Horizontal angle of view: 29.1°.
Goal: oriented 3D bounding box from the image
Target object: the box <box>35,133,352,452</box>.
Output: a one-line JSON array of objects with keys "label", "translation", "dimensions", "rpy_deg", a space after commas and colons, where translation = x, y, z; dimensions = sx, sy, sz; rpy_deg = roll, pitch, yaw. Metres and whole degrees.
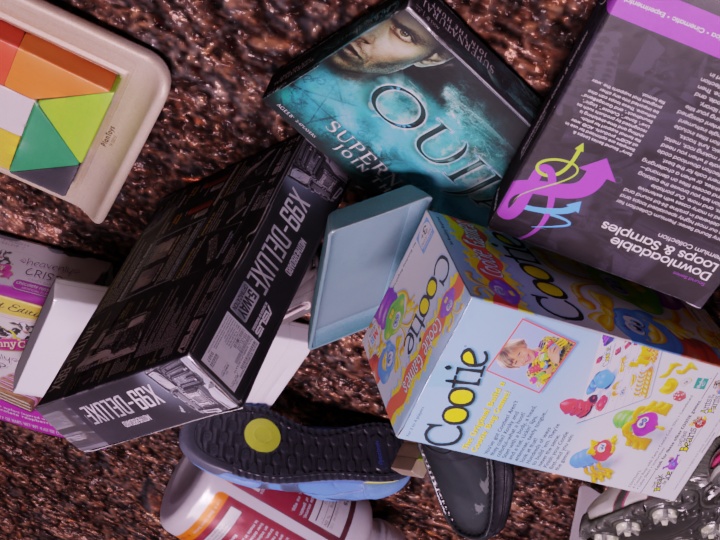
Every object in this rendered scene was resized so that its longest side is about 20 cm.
[{"label": "box", "translation": [-0.106, 0.014, 0.896], "dimensions": [0.157, 0.201, 0.050], "rpy_deg": [-21, 124, 40]}]

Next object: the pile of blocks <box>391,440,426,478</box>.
[{"label": "pile of blocks", "translation": [0.101, 0.118, 1.032], "dimensions": [0.062, 0.082, 0.200], "rpy_deg": [31, 141, -14]}]

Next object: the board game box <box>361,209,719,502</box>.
[{"label": "board game box", "translation": [0.118, 0.054, 0.857], "dimensions": [0.199, 0.103, 0.105], "rpy_deg": [16, 116, -23]}]

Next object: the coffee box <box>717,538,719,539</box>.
[{"label": "coffee box", "translation": [0.351, 0.197, 0.965], "dimensions": [0.198, 0.080, 0.115], "rpy_deg": [-8, 139, 1]}]

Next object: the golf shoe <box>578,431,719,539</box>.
[{"label": "golf shoe", "translation": [0.223, 0.127, 0.924], "dimensions": [0.077, 0.089, 0.200], "rpy_deg": [20, 140, -30]}]

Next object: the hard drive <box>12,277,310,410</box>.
[{"label": "hard drive", "translation": [-0.153, 0.068, 1.068], "dimensions": [0.199, 0.027, 0.132], "rpy_deg": [11, 140, -22]}]

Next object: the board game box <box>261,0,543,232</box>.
[{"label": "board game box", "translation": [0.055, -0.076, 0.853], "dimensions": [0.200, 0.028, 0.135], "rpy_deg": [39, 139, -24]}]

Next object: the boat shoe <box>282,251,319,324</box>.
[{"label": "boat shoe", "translation": [-0.111, 0.046, 0.984], "dimensions": [0.199, 0.067, 0.057], "rpy_deg": [-31, 125, 2]}]

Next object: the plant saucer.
[{"label": "plant saucer", "translation": [0.000, 0.000, 0.925], "dimensions": [0.070, 0.019, 0.200], "rpy_deg": [-21, 161, -14]}]

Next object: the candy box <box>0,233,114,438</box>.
[{"label": "candy box", "translation": [-0.269, 0.059, 1.143], "dimensions": [0.135, 0.061, 0.201], "rpy_deg": [14, 142, 7]}]

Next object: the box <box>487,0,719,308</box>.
[{"label": "box", "translation": [0.172, -0.074, 0.771], "dimensions": [0.142, 0.036, 0.201], "rpy_deg": [21, 133, -6]}]

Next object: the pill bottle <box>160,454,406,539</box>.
[{"label": "pill bottle", "translation": [-0.064, 0.218, 1.206], "dimensions": [0.199, 0.113, 0.113], "rpy_deg": [33, 141, -16]}]

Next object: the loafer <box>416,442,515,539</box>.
[{"label": "loafer", "translation": [0.057, 0.096, 0.948], "dimensions": [0.068, 0.070, 0.202], "rpy_deg": [-3, 107, 33]}]

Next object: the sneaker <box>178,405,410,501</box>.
[{"label": "sneaker", "translation": [-0.054, 0.158, 1.128], "dimensions": [0.199, 0.066, 0.079], "rpy_deg": [8, 148, -19]}]

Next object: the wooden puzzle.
[{"label": "wooden puzzle", "translation": [-0.240, -0.119, 0.927], "dimensions": [0.199, 0.037, 0.185], "rpy_deg": [28, 143, -10]}]

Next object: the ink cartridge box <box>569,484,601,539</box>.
[{"label": "ink cartridge box", "translation": [0.260, 0.246, 1.088], "dimensions": [0.199, 0.118, 0.067], "rpy_deg": [30, 141, -14]}]
